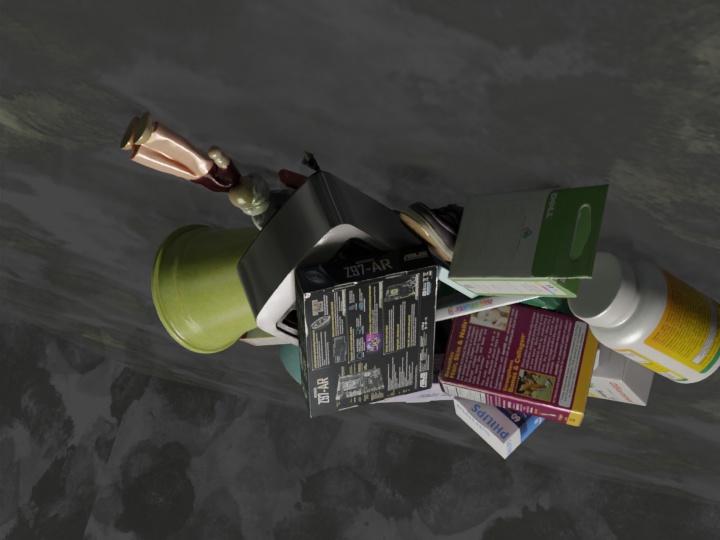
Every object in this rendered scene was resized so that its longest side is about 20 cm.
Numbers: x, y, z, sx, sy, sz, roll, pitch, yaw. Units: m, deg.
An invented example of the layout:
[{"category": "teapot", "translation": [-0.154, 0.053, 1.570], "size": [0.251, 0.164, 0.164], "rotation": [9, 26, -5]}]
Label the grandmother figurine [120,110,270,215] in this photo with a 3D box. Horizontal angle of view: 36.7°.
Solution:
[{"category": "grandmother figurine", "translation": [-0.198, -0.126, 1.348], "size": [0.199, 0.061, 0.121], "rotation": [28, 171, -29]}]

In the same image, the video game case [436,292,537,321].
[{"category": "video game case", "translation": [0.157, 0.035, 1.374], "size": [0.198, 0.018, 0.143], "rotation": [-15, -178, 24]}]

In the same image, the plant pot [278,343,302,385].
[{"category": "plant pot", "translation": [-0.024, 0.087, 1.747], "size": [0.198, 0.201, 0.135], "rotation": [17, 134, -2]}]

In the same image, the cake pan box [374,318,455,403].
[{"category": "cake pan box", "translation": [0.062, 0.102, 1.580], "size": [0.198, 0.185, 0.052], "rotation": [4, 142, -39]}]

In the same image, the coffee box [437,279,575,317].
[{"category": "coffee box", "translation": [0.215, 0.040, 1.534], "size": [0.122, 0.044, 0.199], "rotation": [24, 164, -30]}]

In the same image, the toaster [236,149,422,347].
[{"category": "toaster", "translation": [-0.036, -0.006, 1.300], "size": [0.199, 0.181, 0.119], "rotation": [28, -157, -35]}]

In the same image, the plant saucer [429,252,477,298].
[{"category": "plant saucer", "translation": [0.093, -0.007, 1.384], "size": [0.070, 0.019, 0.200], "rotation": [29, -176, -20]}]

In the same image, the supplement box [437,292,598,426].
[{"category": "supplement box", "translation": [0.218, 0.122, 1.481], "size": [0.198, 0.132, 0.103], "rotation": [14, 166, 11]}]

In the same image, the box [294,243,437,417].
[{"category": "box", "translation": [0.007, 0.073, 1.271], "size": [0.158, 0.044, 0.201], "rotation": [-12, 131, -12]}]

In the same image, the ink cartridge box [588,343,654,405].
[{"category": "ink cartridge box", "translation": [0.341, 0.139, 1.682], "size": [0.198, 0.085, 0.145], "rotation": [6, 163, 32]}]

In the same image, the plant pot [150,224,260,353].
[{"category": "plant pot", "translation": [-0.180, 0.012, 1.629], "size": [0.183, 0.202, 0.200], "rotation": [-13, 150, 40]}]

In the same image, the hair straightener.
[{"category": "hair straightener", "translation": [-0.024, -0.065, 1.371], "size": [0.198, 0.077, 0.041], "rotation": [14, -150, -23]}]

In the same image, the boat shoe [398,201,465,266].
[{"category": "boat shoe", "translation": [0.107, -0.048, 1.286], "size": [0.072, 0.065, 0.200], "rotation": [41, -177, 31]}]

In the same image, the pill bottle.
[{"category": "pill bottle", "translation": [0.344, 0.053, 1.301], "size": [0.199, 0.114, 0.112], "rotation": [25, 163, -31]}]

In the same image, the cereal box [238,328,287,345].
[{"category": "cereal box", "translation": [-0.121, 0.044, 1.724], "size": [0.039, 0.145, 0.199], "rotation": [22, 166, -26]}]

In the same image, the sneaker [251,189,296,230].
[{"category": "sneaker", "translation": [-0.050, -0.048, 1.432], "size": [0.198, 0.075, 0.082], "rotation": [17, 164, -4]}]

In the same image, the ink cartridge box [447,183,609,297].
[{"category": "ink cartridge box", "translation": [0.193, -0.030, 1.176], "size": [0.059, 0.105, 0.199], "rotation": [27, 162, -38]}]

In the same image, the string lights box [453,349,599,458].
[{"category": "string lights box", "translation": [0.240, 0.160, 1.563], "size": [0.103, 0.200, 0.059], "rotation": [41, 164, 28]}]
